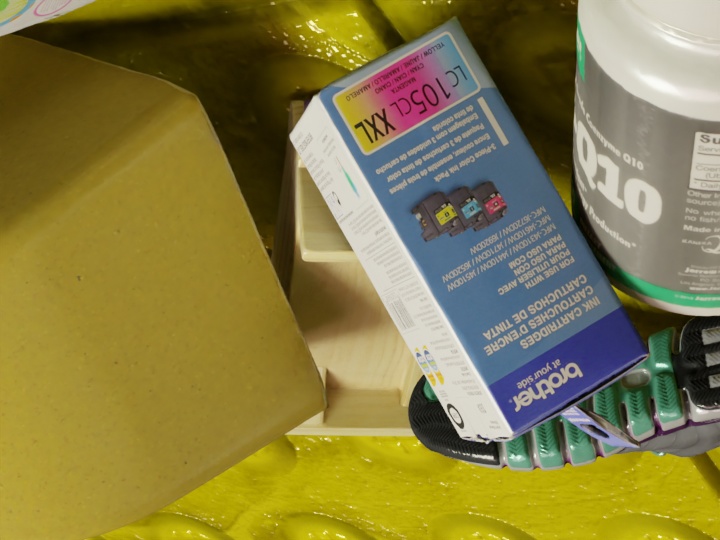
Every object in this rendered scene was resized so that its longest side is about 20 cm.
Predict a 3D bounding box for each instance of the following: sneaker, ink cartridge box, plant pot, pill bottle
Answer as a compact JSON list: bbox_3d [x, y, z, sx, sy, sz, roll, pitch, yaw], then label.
[{"bbox_3d":[0.128,0.077,1.178,0.200,0.075,0.088,-7,148,15],"label":"sneaker"},{"bbox_3d":[0.052,0.001,1.027,0.200,0.076,0.136,62,173,0],"label":"ink cartridge box"},{"bbox_3d":[-0.174,0.026,1.146,0.195,0.200,0.194,21,141,49],"label":"plant pot"},{"bbox_3d":[0.143,-0.080,0.932,0.113,0.113,0.200,16,146,15],"label":"pill bottle"}]

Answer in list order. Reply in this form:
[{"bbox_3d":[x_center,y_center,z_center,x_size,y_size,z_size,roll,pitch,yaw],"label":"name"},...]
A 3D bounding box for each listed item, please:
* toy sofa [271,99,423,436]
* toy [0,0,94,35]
[{"bbox_3d":[0.000,0.000,1.197,0.083,0.098,0.200,1,148,-7],"label":"toy sofa"},{"bbox_3d":[-0.171,-0.143,1.021,0.047,0.200,0.115,54,149,11],"label":"toy"}]
